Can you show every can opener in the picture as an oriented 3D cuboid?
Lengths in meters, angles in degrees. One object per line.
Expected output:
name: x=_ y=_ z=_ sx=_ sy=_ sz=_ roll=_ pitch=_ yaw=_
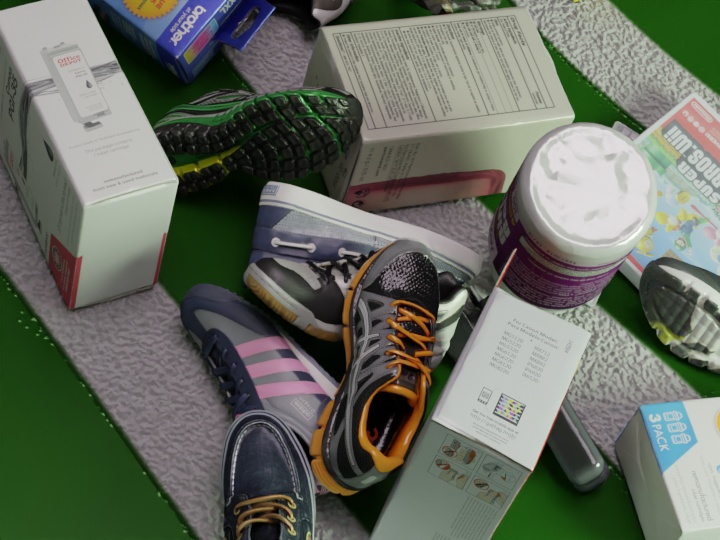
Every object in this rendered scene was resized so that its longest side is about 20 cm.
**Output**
can opener: x=0.131 y=0.096 z=1.639 sx=0.066 sy=0.053 sz=0.201 roll=-37 pitch=66 yaw=4

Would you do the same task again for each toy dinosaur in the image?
toy dinosaur: x=0.079 y=-0.250 z=1.829 sx=0.087 sy=0.048 sz=0.200 roll=8 pitch=19 yaw=-21

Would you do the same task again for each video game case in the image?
video game case: x=0.287 y=-0.060 z=1.794 sx=0.143 sy=0.017 sz=0.200 roll=46 pitch=57 yaw=10

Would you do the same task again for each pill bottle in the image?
pill bottle: x=0.163 y=-0.033 z=1.625 sx=0.111 sy=0.200 sz=0.113 roll=2 pitch=71 yaw=-7

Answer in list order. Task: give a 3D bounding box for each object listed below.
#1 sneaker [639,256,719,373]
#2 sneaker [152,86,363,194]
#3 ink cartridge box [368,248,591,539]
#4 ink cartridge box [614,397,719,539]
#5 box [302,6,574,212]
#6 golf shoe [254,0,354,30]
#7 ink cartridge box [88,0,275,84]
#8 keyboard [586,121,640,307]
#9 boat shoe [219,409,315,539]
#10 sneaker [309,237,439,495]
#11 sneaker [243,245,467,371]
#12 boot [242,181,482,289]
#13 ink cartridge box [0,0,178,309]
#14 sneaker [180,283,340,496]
sneaker: x=0.325 y=0.046 z=1.711 sx=0.199 sy=0.075 sz=0.085 roll=34 pitch=46 yaw=-4
sneaker: x=-0.090 y=-0.124 z=1.660 sx=0.198 sy=0.078 sz=0.086 roll=-6 pitch=37 yaw=23
ink cartridge box: x=0.095 y=0.112 z=1.513 sx=0.083 sy=0.201 sz=0.176 roll=26 pitch=54 yaw=3
ink cartridge box: x=0.319 y=0.163 z=1.623 sx=0.198 sy=0.068 sz=0.116 roll=-4 pitch=58 yaw=-18
box: x=0.062 y=-0.138 z=1.736 sx=0.198 sy=0.109 sz=0.129 roll=-8 pitch=58 yaw=-20
golf shoe: x=-0.096 y=-0.287 z=1.816 sx=0.199 sy=0.078 sz=0.095 roll=27 pitch=54 yaw=5
ink cartridge box: x=-0.162 y=-0.260 z=1.750 sx=0.199 sy=0.076 sz=0.137 roll=37 pitch=83 yaw=10
keyboard: x=0.215 y=-0.052 z=1.780 sx=0.056 sy=0.011 sz=0.201 roll=27 pitch=54 yaw=4
boat shoe: x=-0.065 y=0.188 z=1.458 sx=0.070 sy=0.091 sz=0.202 roll=-9 pitch=69 yaw=0
sneaker: x=0.026 y=0.071 z=1.514 sx=0.078 sy=0.077 sz=0.202 roll=20 pitch=74 yaw=-26
sneaker: x=-0.002 y=0.011 z=1.585 sx=0.199 sy=0.088 sz=0.076 roll=19 pitch=17 yaw=-39
boot: x=0.000 y=0.000 z=1.660 sx=0.198 sy=0.073 sz=0.091 roll=18 pitch=83 yaw=-16
ink cartridge box: x=-0.226 y=-0.096 z=1.603 sx=0.082 sy=0.147 sz=0.201 roll=-17 pitch=61 yaw=-23
sneaker: x=-0.080 y=0.093 z=1.561 sx=0.200 sy=0.070 sz=0.082 roll=40 pitch=54 yaw=16
